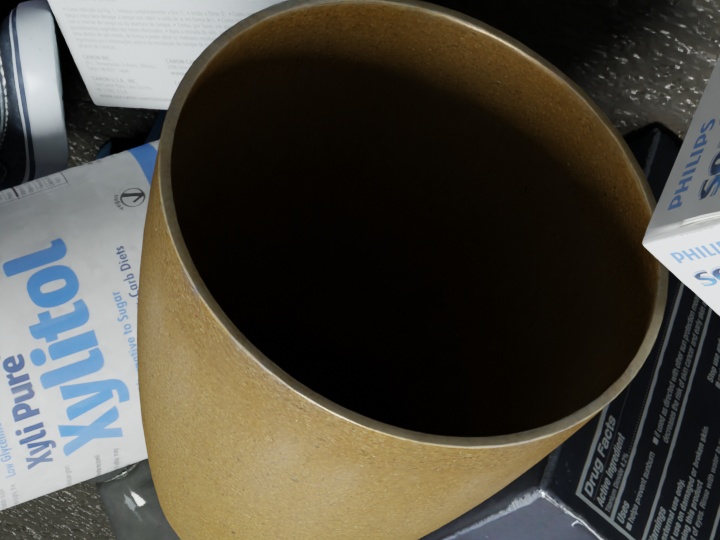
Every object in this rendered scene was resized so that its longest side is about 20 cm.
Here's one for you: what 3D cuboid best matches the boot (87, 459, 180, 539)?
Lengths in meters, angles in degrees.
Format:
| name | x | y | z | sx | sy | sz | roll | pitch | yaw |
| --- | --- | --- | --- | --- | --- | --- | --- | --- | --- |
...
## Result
| name | x | y | z | sx | sy | sz | roll | pitch | yaw |
| --- | --- | --- | --- | --- | --- | --- | --- | --- | --- |
| boot | -0.156 | 0.104 | 1.320 | 0.072 | 0.183 | 0.200 | -32 | 157 | 16 |

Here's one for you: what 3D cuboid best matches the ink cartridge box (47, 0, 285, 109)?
| name | x | y | z | sx | sy | sz | roll | pitch | yaw |
| --- | --- | --- | --- | --- | --- | --- | --- | --- | --- |
| ink cartridge box | -0.075 | -0.156 | 1.007 | 0.161 | 0.050 | 0.201 | 6 | 128 | 35 |

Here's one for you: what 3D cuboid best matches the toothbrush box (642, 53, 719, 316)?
| name | x | y | z | sx | sy | sz | roll | pitch | yaw |
| --- | --- | --- | --- | --- | --- | --- | --- | --- | --- |
| toothbrush box | 0.212 | -0.015 | 0.871 | 0.200 | 0.147 | 0.085 | 40 | 149 | -23 |

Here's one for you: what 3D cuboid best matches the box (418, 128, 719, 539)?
| name | x | y | z | sx | sy | sz | roll | pitch | yaw |
| --- | --- | --- | --- | --- | --- | --- | --- | --- | --- |
| box | 0.131 | 0.087 | 1.037 | 0.198 | 0.201 | 0.123 | 40 | 138 | -20 |

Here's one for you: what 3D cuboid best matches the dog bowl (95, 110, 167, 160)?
| name | x | y | z | sx | sy | sz | roll | pitch | yaw |
| --- | --- | --- | --- | --- | --- | --- | --- | --- | --- |
| dog bowl | -0.074 | -0.026 | 1.201 | 0.111 | 0.050 | 0.200 | 34 | 152 | -15 |

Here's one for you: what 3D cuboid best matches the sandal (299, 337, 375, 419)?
| name | x | y | z | sx | sy | sz | roll | pitch | yaw |
| --- | --- | --- | --- | --- | --- | --- | --- | --- | --- |
| sandal | 0.043 | 0.058 | 1.089 | 0.199 | 0.077 | 0.043 | 21 | 149 | -38 |

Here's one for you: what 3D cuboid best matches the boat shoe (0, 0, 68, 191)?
| name | x | y | z | sx | sy | sz | roll | pitch | yaw |
| --- | --- | --- | --- | --- | --- | --- | --- | --- | --- |
| boat shoe | -0.185 | -0.068 | 1.145 | 0.090 | 0.071 | 0.200 | -4 | 166 | -12 |

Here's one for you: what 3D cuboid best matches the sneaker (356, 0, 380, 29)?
| name | x | y | z | sx | sy | sz | roll | pitch | yaw |
| --- | --- | --- | --- | --- | --- | --- | --- | --- | --- |
| sneaker | -0.017 | -0.168 | 0.896 | 0.089 | 0.079 | 0.201 | 20 | 144 | 27 |

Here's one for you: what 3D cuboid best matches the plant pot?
| name | x | y | z | sx | sy | sz | roll | pitch | yaw |
| --- | --- | --- | --- | --- | --- | --- | --- | --- | --- |
| plant pot | -0.008 | 0.033 | 0.919 | 0.185 | 0.187 | 0.200 | 27 | 141 | -1 |

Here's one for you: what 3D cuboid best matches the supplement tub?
| name | x | y | z | sx | sy | sz | roll | pitch | yaw |
| --- | --- | --- | --- | --- | --- | --- | --- | --- | --- |
| supplement tub | -0.145 | 0.031 | 1.068 | 0.132 | 0.199 | 0.133 | 160 | 90 | -78 |
